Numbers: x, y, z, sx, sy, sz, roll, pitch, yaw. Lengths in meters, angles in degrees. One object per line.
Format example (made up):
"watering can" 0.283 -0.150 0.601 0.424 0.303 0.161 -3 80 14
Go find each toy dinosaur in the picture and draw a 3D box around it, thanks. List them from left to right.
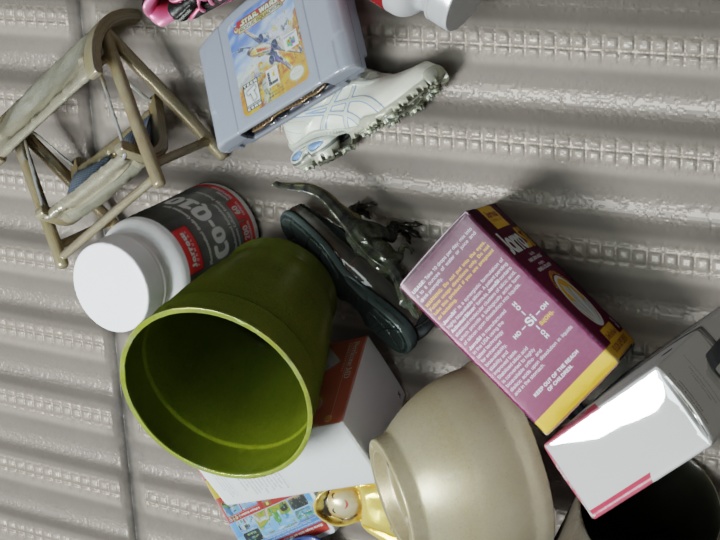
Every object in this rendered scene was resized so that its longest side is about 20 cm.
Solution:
"toy dinosaur" 0.008 -0.040 1.464 0.200 0.088 0.048 42 123 11

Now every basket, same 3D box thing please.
"basket" 0.246 0.292 1.415 0.136 0.180 0.201 38 134 17

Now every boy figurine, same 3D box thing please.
"boy figurine" 0.039 0.255 1.572 0.198 0.064 0.126 9 115 24

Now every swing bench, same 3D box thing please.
"swing bench" -0.291 -0.146 1.575 0.198 0.130 0.201 -34 89 35

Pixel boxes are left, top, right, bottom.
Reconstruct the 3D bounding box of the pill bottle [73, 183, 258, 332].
"pill bottle" -0.205 -0.014 1.530 0.113 0.200 0.115 11 114 26

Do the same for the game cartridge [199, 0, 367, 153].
"game cartridge" -0.084 -0.219 1.452 0.199 0.041 0.134 -27 71 35

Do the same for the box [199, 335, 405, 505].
"box" -0.068 0.162 1.535 0.198 0.125 0.098 -13 128 27

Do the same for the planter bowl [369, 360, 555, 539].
"planter bowl" 0.089 0.204 1.419 0.200 0.134 0.202 162 90 -78

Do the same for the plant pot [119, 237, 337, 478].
"plant pot" -0.112 0.069 1.449 0.198 0.193 0.202 9 125 14

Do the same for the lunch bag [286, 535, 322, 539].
"lunch bag" -0.093 0.402 1.684 0.199 0.083 0.162 -23 106 34

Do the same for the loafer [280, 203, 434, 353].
"loafer" 0.000 0.000 1.512 0.200 0.063 0.072 46 155 12

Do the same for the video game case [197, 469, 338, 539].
"video game case" -0.125 0.238 1.688 0.142 0.017 0.201 -28 93 34

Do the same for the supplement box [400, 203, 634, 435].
"supplement box" 0.152 0.042 1.376 0.200 0.131 0.103 44 107 8

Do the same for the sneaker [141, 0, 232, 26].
"sneaker" -0.149 -0.285 1.432 0.199 0.096 0.079 -1 140 49

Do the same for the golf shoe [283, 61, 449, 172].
"golf shoe" -0.006 -0.176 1.433 0.199 0.078 0.098 -24 89 33

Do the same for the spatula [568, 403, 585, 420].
"spatula" 0.180 0.100 1.456 0.200 0.021 0.057 48 113 5

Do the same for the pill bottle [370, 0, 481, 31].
"pill bottle" 0.023 -0.309 1.340 0.199 0.112 0.113 34 122 15

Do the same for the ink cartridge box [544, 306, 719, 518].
"ink cartridge box" 0.275 0.123 1.301 0.146 0.200 0.085 -41 80 34
